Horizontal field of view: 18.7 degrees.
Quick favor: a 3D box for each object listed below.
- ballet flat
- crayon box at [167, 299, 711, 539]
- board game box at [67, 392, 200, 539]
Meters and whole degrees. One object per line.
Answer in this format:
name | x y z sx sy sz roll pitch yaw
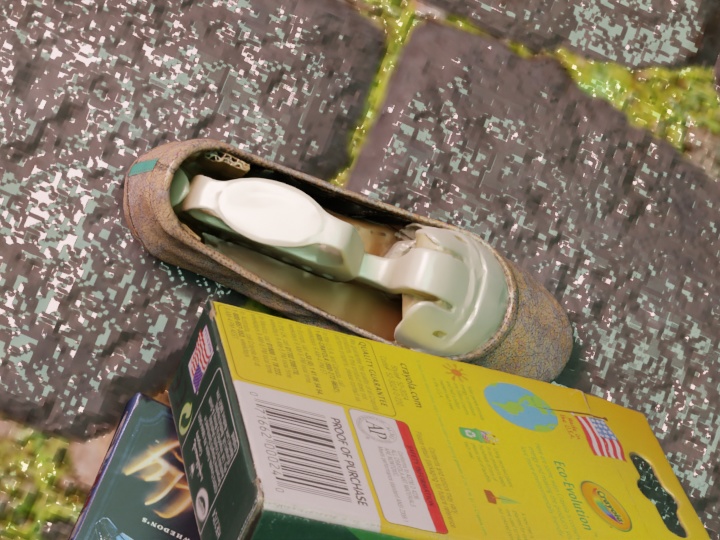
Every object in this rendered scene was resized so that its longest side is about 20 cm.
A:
ballet flat | 0.000 0.000 0.875 0.199 0.067 0.068 19 75 -10
crayon box | 0.034 0.086 0.826 0.199 0.127 0.051 15 118 -21
board game box | -0.026 0.152 0.858 0.199 0.035 0.136 25 75 -8
